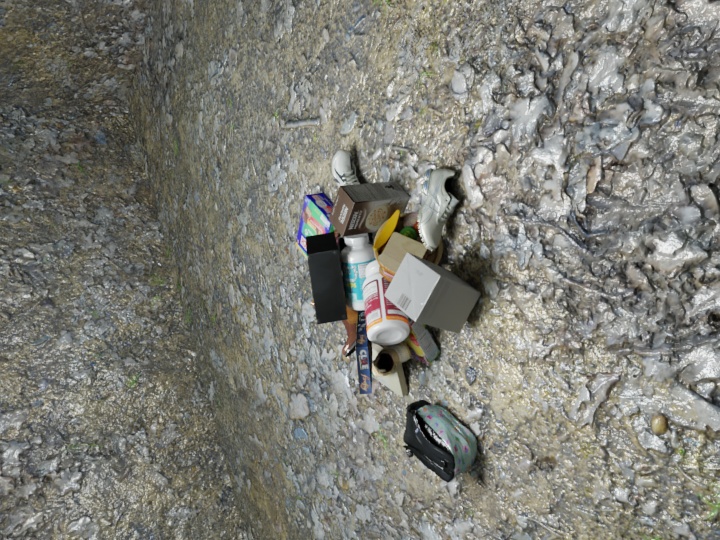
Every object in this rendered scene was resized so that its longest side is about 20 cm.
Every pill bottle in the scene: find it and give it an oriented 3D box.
[{"bbox_3d":[0.063,0.080,1.463,0.113,0.110,0.205,-50,37,48],"label":"pill bottle"},{"bbox_3d":[0.000,0.000,1.588,0.109,0.109,0.207,13,115,52],"label":"pill bottle"}]

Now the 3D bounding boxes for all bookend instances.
[{"bbox_3d":[-0.099,0.016,1.616,0.201,0.089,0.205,-109,11,-71],"label":"bookend"}]

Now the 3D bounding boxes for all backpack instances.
[{"bbox_3d":[0.210,0.454,1.492,0.199,0.124,0.171,33,136,44],"label":"backpack"}]

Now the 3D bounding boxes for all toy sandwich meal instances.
[{"bbox_3d":[0.118,-0.064,1.434,0.071,0.201,0.209,75,169,-69],"label":"toy sandwich meal"}]

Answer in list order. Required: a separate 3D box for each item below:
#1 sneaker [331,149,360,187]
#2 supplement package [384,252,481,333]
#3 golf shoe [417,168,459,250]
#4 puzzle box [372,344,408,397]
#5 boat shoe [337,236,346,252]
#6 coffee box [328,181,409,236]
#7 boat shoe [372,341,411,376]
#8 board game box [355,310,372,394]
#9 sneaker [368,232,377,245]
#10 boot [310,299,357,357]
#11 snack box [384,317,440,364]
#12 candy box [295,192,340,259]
[{"bbox_3d":[-0.025,-0.254,1.659,0.129,0.077,0.206,24,119,61],"label":"sneaker"},{"bbox_3d":[0.177,0.058,1.348,0.121,0.197,0.122,37,102,42],"label":"supplement package"},{"bbox_3d":[0.196,-0.152,1.379,0.095,0.077,0.207,1,88,40],"label":"golf shoe"},{"bbox_3d":[0.062,0.287,1.706,0.198,0.025,0.136,25,138,49],"label":"puzzle box"},{"bbox_3d":[-0.033,-0.005,1.675,0.072,0.065,0.206,-19,87,19],"label":"boat shoe"},{"bbox_3d":[0.024,-0.169,1.528,0.080,0.196,0.116,51,136,32],"label":"coffee box"},{"bbox_3d":[0.068,0.256,1.570,0.075,0.068,0.201,59,147,14],"label":"boat shoe"},{"bbox_3d":[0.011,0.215,1.505,0.201,0.033,0.140,-86,-8,-67],"label":"board game box"},{"bbox_3d":[0.022,-0.084,1.666,0.089,0.065,0.207,-3,98,52],"label":"sneaker"},{"bbox_3d":[-0.068,0.139,1.708,0.196,0.192,0.069,27,167,11],"label":"boot"},{"bbox_3d":[0.114,0.176,1.564,0.198,0.053,0.144,10,137,53],"label":"snack box"},{"bbox_3d":[-0.136,-0.124,1.870,0.169,0.075,0.204,47,135,36],"label":"candy box"}]
